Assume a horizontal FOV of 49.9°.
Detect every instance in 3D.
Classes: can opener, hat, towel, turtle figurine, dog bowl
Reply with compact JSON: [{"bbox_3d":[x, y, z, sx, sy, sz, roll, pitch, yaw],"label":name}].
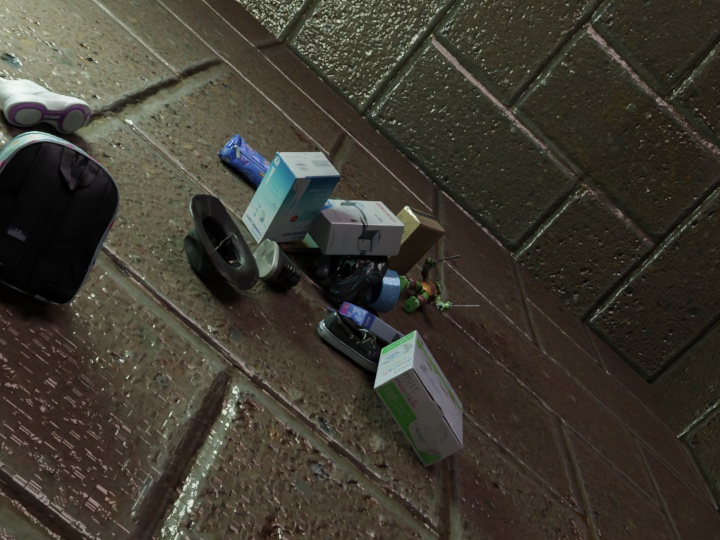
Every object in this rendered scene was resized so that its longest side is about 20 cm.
[{"bbox_3d":[-0.083,-0.034,1.881,0.202,0.065,0.054,-73,145,-52],"label":"can opener"},{"bbox_3d":[-0.279,-0.039,1.453,0.202,0.080,0.202,52,20,-28],"label":"hat"},{"bbox_3d":[-0.179,-0.099,1.886,0.147,0.022,0.199,50,20,16],"label":"towel"},{"bbox_3d":[0.200,0.040,2.151,0.197,0.148,0.192,4,11,42],"label":"turtle figurine"},{"bbox_3d":[0.030,0.016,1.950,0.049,0.113,0.202,10,36,-36],"label":"dog bowl"}]

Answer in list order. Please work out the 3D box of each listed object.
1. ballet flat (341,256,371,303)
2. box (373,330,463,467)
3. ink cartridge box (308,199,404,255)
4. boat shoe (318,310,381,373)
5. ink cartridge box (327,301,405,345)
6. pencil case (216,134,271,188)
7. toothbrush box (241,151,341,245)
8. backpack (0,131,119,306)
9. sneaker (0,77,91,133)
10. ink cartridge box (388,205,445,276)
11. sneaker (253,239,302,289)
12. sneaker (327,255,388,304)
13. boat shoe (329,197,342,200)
[{"bbox_3d":[-0.023,0.012,1.923,0.072,0.073,0.201,27,19,-39],"label":"ballet flat"},{"bbox_3d":[0.124,0.255,1.566,0.202,0.095,0.177,57,17,-14],"label":"box"},{"bbox_3d":[-0.015,-0.103,1.846,0.196,0.088,0.147,-2,28,-26],"label":"ink cartridge box"},{"bbox_3d":[0.000,0.154,1.638,0.198,0.057,0.069,34,20,-28],"label":"boat shoe"},{"bbox_3d":[0.029,0.126,1.740,0.198,0.043,0.119,32,-6,-28],"label":"ink cartridge box"},{"bbox_3d":[-0.263,-0.256,1.947,0.199,0.079,0.087,39,-11,-13],"label":"pencil case"},{"bbox_3d":[-0.156,-0.162,1.739,0.145,0.201,0.086,-9,53,-49],"label":"toothbrush box"},{"bbox_3d":[-0.427,-0.078,1.041,0.176,0.203,0.150,29,3,-34],"label":"backpack"},{"bbox_3d":[-0.575,-0.310,1.413,0.100,0.075,0.199,50,19,15],"label":"sneaker"},{"bbox_3d":[0.121,-0.074,2.180,0.076,0.200,0.164,52,20,25],"label":"ink cartridge box"},{"bbox_3d":[-0.160,-0.001,1.584,0.106,0.075,0.200,40,5,-17],"label":"sneaker"},{"bbox_3d":[0.000,0.000,1.812,0.074,0.081,0.199,21,43,31],"label":"sneaker"},{"bbox_3d":[-0.038,-0.133,2.069,0.056,0.069,0.201,34,12,-34],"label":"boat shoe"}]
